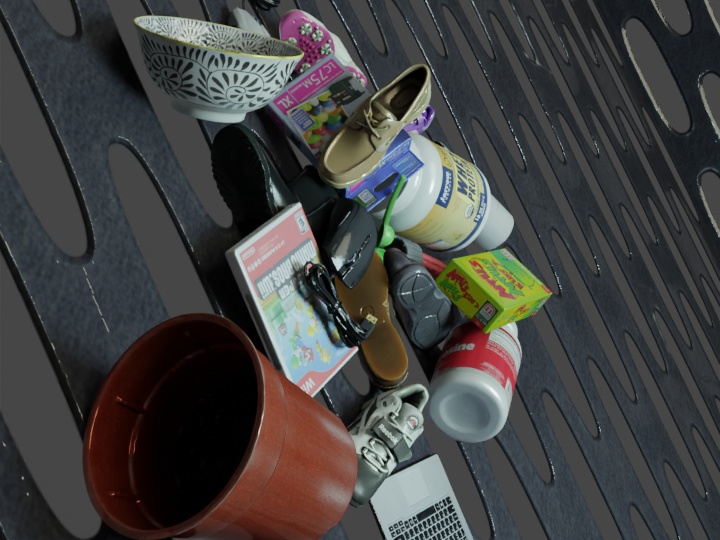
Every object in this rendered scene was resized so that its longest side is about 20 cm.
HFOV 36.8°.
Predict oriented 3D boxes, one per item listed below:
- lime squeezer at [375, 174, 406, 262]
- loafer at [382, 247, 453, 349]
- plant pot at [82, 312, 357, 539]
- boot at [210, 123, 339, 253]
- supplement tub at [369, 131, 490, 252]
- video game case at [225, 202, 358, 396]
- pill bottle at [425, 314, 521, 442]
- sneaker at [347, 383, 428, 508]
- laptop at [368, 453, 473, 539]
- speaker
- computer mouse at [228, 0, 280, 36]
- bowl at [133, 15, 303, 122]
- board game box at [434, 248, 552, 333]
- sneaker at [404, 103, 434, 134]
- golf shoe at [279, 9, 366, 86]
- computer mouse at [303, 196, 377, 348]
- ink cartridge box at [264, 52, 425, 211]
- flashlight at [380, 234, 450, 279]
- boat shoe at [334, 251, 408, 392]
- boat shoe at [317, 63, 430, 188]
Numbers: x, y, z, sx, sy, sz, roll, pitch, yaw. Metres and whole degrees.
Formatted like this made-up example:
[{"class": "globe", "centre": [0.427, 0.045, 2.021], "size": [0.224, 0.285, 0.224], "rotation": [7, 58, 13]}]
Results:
[{"class": "lime squeezer", "centre": [0.048, -0.034, 1.454], "size": [0.038, 0.070, 0.200], "rotation": [-63, 144, -51]}, {"class": "loafer", "centre": [0.076, 0.036, 1.460], "size": [0.063, 0.072, 0.200], "rotation": [56, -5, 34]}, {"class": "plant pot", "centre": [-0.113, 0.168, 0.996], "size": [0.195, 0.200, 0.201], "rotation": [37, 38, -49]}, {"class": "boot", "centre": [-0.093, -0.098, 1.343], "size": [0.162, 0.073, 0.199], "rotation": [-33, 102, -58]}, {"class": "supplement tub", "centre": [0.081, -0.114, 1.553], "size": [0.200, 0.144, 0.145], "rotation": [19, 51, -50]}, {"class": "video game case", "centre": [-0.075, 0.039, 1.252], "size": [0.143, 0.017, 0.200], "rotation": [-43, 117, -51]}, {"class": "pill bottle", "centre": [0.163, 0.137, 1.509], "size": [0.112, 0.112, 0.200], "rotation": [53, 31, -16]}, {"class": "sneaker", "centre": [0.027, 0.194, 1.274], "size": [0.074, 0.088, 0.200], "rotation": [48, 32, -11]}, {"class": "laptop", "centre": [0.129, 0.318, 1.307], "size": [0.187, 0.116, 0.200], "rotation": [-8, 73, -59]}, {"class": "speaker", "centre": [0.162, -0.118, 1.745], "size": [0.200, 0.081, 0.081], "rotation": [40, 37, -34]}, {"class": "computer mouse", "centre": [-0.143, -0.324, 1.477], "size": [0.110, 0.044, 0.200], "rotation": [26, 45, -47]}, {"class": "bowl", "centre": [-0.173, -0.231, 1.272], "size": [0.201, 0.200, 0.094], "rotation": [-21, 128, -60]}, {"class": "board game box", "centre": [0.192, 0.025, 1.537], "size": [0.102, 0.048, 0.200], "rotation": [45, 23, 17]}, {"class": "sneaker", "centre": [0.054, -0.227, 1.660], "size": [0.081, 0.088, 0.200], "rotation": [61, 31, -4]}, {"class": "golf shoe", "centre": [-0.066, -0.322, 1.568], "size": [0.200, 0.075, 0.092], "rotation": [43, 20, -55]}, {"class": "computer mouse", "centre": [0.000, 0.000, 1.328], "size": [0.141, 0.046, 0.200], "rotation": [62, 27, -25]}, {"class": "ink cartridge box", "centre": [-0.020, -0.182, 1.432], "size": [0.200, 0.119, 0.042], "rotation": [49, -15, 11]}, {"class": "flashlight", "centre": [0.108, 0.001, 1.580], "size": [0.200, 0.068, 0.068], "rotation": [22, 45, -50]}, {"class": "boat shoe", "centre": [0.011, 0.061, 1.391], "size": [0.070, 0.070, 0.200], "rotation": [90, -12, -67]}, {"class": "boat shoe", "centre": [0.017, -0.189, 1.381], "size": [0.071, 0.065, 0.200], "rotation": [37, 71, 10]}]
